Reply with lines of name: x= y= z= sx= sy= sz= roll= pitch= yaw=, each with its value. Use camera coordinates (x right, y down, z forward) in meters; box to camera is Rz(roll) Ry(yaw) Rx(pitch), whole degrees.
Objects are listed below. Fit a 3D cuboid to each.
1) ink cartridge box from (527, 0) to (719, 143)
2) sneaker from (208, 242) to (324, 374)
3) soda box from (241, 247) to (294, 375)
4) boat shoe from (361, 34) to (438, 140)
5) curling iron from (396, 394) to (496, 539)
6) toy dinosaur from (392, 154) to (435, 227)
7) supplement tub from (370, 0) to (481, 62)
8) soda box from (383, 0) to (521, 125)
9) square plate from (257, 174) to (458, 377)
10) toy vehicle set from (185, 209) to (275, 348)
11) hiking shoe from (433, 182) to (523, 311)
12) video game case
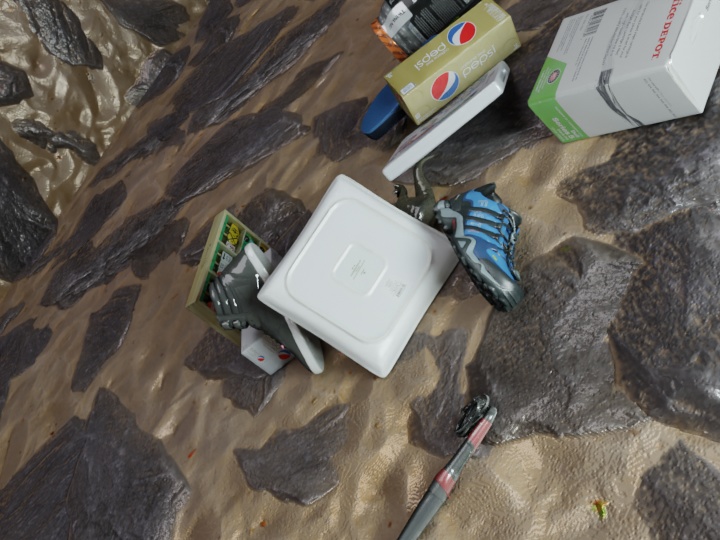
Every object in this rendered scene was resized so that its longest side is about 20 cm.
ink cartridge box: x=0.316 y=-0.245 z=1.057 sx=0.199 sy=0.084 sz=0.146 roll=-4 pitch=53 yaw=53
sneaker: x=-0.132 y=0.072 z=1.228 sx=0.099 sy=0.201 sz=0.071 roll=-34 pitch=-5 yaw=10
soda box: x=-0.136 y=0.058 z=1.358 sx=0.068 sy=0.064 sz=0.201 roll=-38 pitch=31 yaw=20
boat shoe: x=0.088 y=-0.279 z=1.431 sx=0.200 sy=0.068 sz=0.084 roll=-44 pitch=38 yaw=13
curling iron: x=0.083 y=0.217 z=0.920 sx=0.201 sy=0.025 sz=0.050 roll=-60 pitch=9 yaw=-7
toy dinosaur: x=0.064 y=-0.062 z=1.230 sx=0.200 sy=0.077 sz=0.102 roll=-51 pitch=42 yaw=-11
supplement tub: x=0.120 y=-0.449 z=1.518 sx=0.200 sy=0.122 sz=0.123 roll=-41 pitch=31 yaw=15
soda box: x=0.138 y=-0.313 z=1.345 sx=0.199 sy=0.068 sz=0.064 roll=-37 pitch=52 yaw=2
square plate: x=0.000 y=0.000 z=1.137 sx=0.201 sy=0.197 sz=0.028 roll=-57 pitch=-13 yaw=-11
toy vehicle set: x=-0.202 y=0.013 z=1.437 sx=0.026 sy=0.124 sz=0.201 roll=-28 pitch=37 yaw=34
hiking shoe: x=0.151 y=-0.038 z=1.046 sx=0.086 sy=0.075 sz=0.201 roll=-31 pitch=41 yaw=7
video game case: x=0.125 y=-0.217 z=1.284 sx=0.199 sy=0.024 sz=0.182 roll=-37 pitch=10 yaw=23
